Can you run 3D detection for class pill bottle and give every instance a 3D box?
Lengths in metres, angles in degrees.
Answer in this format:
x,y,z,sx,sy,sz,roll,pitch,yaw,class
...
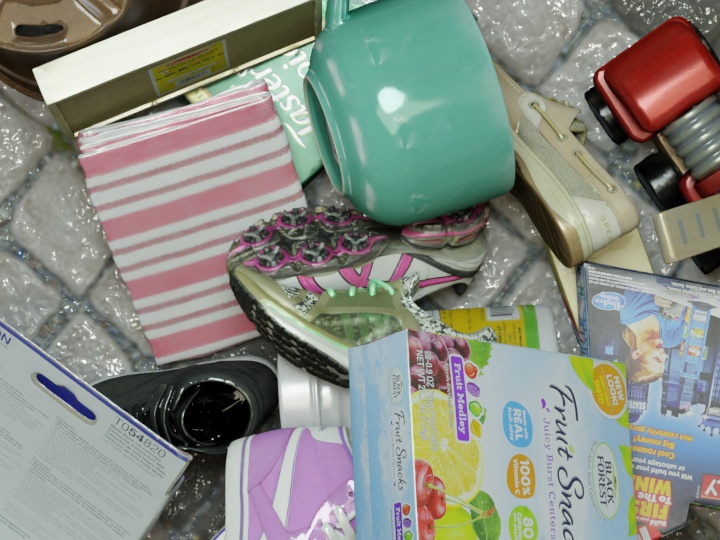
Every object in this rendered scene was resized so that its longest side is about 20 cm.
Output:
x,y,z,sx,sy,sz,roll,pitch,yaw,class
0.042,0.085,1.574,0.198,0.111,0.112,-4,91,2,pill bottle

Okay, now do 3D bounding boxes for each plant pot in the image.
x,y,z,sx,sy,sz,roll,pitch,yaw,class
-0.210,-0.221,1.530,0.198,0.198,0.202,0,91,1,plant pot

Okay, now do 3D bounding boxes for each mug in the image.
x,y,z,sx,sy,sz,roll,pitch,yaw,class
0.022,-0.123,1.511,0.114,0.152,0.186,-19,73,-8,mug

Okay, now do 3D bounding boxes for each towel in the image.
x,y,z,sx,sy,sz,roll,pitch,yaw,class
-0.108,-0.032,1.580,0.145,0.030,0.201,-16,122,2,towel

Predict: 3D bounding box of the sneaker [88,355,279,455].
x,y,z,sx,sy,sz,roll,pitch,yaw,class
-0.155,0.109,1.586,0.198,0.099,0.071,-15,93,3,sneaker

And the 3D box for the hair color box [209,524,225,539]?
x,y,z,sx,sy,sz,roll,pitch,yaw,class
-0.018,0.246,1.604,0.109,0.065,0.200,-44,88,4,hair color box

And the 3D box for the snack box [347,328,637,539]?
x,y,z,sx,sy,sz,roll,pitch,yaw,class
0.089,0.135,1.415,0.199,0.067,0.170,10,71,-40,snack box

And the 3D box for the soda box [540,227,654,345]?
x,y,z,sx,sy,sz,roll,pitch,yaw,class
0.195,0.055,1.593,0.067,0.064,0.201,-20,90,2,soda box

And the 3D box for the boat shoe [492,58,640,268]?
x,y,z,sx,sy,sz,roll,pitch,yaw,class
0.130,-0.087,1.553,0.065,0.072,0.201,-25,49,-6,boat shoe

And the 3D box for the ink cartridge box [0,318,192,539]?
x,y,z,sx,sy,sz,roll,pitch,yaw,class
-0.227,0.123,1.563,0.199,0.041,0.200,37,131,0,ink cartridge box

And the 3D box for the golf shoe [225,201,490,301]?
x,y,z,sx,sy,sz,roll,pitch,yaw,class
0.000,0.000,1.563,0.198,0.073,0.093,-9,127,-19,golf shoe

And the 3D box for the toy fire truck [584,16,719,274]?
x,y,z,sx,sy,sz,roll,pitch,yaw,class
0.229,-0.078,1.520,0.128,0.200,0.177,-34,91,2,toy fire truck

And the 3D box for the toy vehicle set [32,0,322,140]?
x,y,z,sx,sy,sz,roll,pitch,yaw,class
-0.121,-0.149,1.509,0.199,0.124,0.027,-22,83,-5,toy vehicle set

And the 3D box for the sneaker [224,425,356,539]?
x,y,z,sx,sy,sz,roll,pitch,yaw,class
-0.031,0.197,1.480,0.113,0.073,0.202,-10,66,16,sneaker

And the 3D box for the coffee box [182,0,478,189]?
x,y,z,sx,sy,sz,roll,pitch,yaw,class
-0.024,-0.157,1.602,0.200,0.044,0.123,-41,91,3,coffee box

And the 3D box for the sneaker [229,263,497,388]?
x,y,z,sx,sy,sz,roll,pitch,yaw,class
0.006,0.035,1.497,0.199,0.077,0.089,28,73,-2,sneaker

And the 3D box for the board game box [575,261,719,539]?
x,y,z,sx,sy,sz,roll,pitch,yaw,class
0.231,0.109,1.531,0.198,0.062,0.202,11,92,0,board game box
